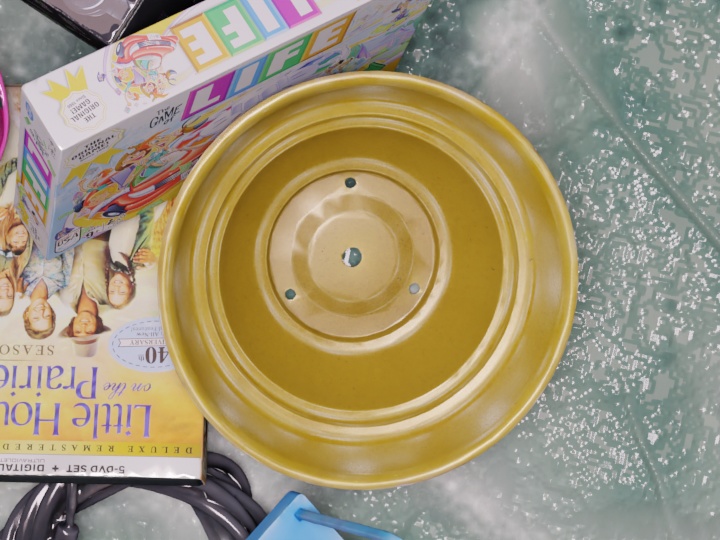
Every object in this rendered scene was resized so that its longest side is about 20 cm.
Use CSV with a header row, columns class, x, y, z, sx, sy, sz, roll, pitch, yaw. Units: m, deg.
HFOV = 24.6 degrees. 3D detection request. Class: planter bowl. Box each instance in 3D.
class,x,y,z,sx,sy,sz,roll,pitch,yaw
planter bowl,0.000,0.000,0.814,0.199,0.083,0.201,-1,100,-7

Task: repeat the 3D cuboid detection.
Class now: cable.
class,x,y,z,sx,sy,sz,roll,pitch,yaw
cable,-0.117,0.179,0.845,0.162,0.051,0.201,-13,93,5

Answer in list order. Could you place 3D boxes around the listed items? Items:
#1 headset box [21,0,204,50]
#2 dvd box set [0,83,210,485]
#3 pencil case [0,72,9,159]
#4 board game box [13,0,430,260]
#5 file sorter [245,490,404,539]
class,x,y,z,sx,sy,sz,roll,pitch,yaw
headset box,-0.150,-0.177,0.776,0.200,0.174,0.093,34,90,1
dvd box set,-0.145,0.005,0.824,0.146,0.029,0.201,2,76,0
pencil case,-0.273,-0.075,0.803,0.199,0.088,0.089,-5,90,14
board game box,-0.063,-0.084,0.765,0.200,0.135,0.034,-29,79,-20
file sorter,-0.030,0.226,0.753,0.200,0.123,0.139,-47,109,-20
